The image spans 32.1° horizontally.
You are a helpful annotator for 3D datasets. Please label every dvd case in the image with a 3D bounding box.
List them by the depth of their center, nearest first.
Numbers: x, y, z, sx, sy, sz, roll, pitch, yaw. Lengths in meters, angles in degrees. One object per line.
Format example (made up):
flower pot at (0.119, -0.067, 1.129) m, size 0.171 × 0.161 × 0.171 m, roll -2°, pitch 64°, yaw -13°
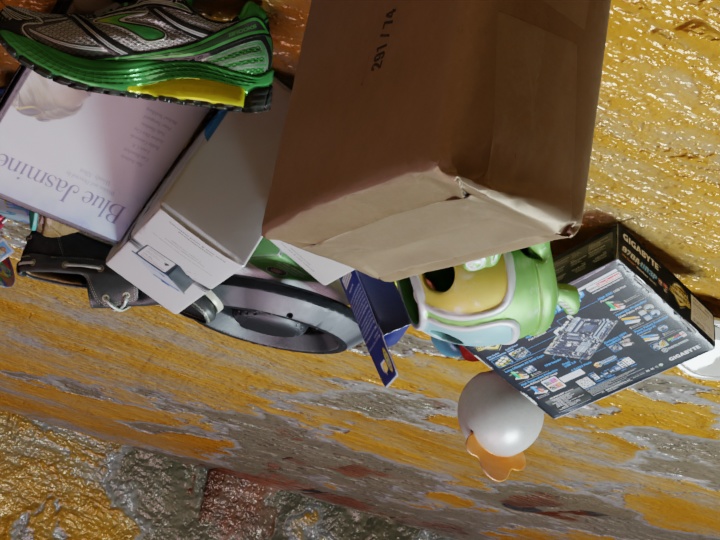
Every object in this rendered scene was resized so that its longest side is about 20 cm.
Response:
dvd case at (-0.202, -0.118, 0.963) m, size 0.142 × 0.018 × 0.200 m, roll 23°, pitch 121°, yaw -31°

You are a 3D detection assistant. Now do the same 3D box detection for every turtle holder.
turtle holder at (0.103, 0.003, 1.049) m, size 0.130 × 0.143 × 0.186 m, roll -16°, pitch -165°, yaw -8°

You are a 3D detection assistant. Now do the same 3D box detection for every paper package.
paper package at (0.043, -0.110, 0.721) m, size 0.103 × 0.203 × 0.190 m, roll 22°, pitch 159°, yaw -30°

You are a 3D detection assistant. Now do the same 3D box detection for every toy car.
toy car at (0.172, 0.136, 1.375) m, size 0.175 × 0.203 × 0.184 m, roll 22°, pitch 160°, yaw -29°

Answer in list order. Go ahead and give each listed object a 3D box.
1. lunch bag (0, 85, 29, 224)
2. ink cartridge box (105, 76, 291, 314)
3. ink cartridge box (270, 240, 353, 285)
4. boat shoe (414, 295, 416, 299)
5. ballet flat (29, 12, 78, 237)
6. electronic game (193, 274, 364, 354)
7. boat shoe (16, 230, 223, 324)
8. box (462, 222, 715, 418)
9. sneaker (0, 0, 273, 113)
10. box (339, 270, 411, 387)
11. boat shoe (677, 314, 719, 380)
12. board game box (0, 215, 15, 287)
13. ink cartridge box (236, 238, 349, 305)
lunch bag at (-0.268, -0.092, 1.165) m, size 0.159 × 0.084 × 0.200 m, roll 15°, pitch 162°, yaw -6°
ink cartridge box at (-0.123, -0.061, 1.037) m, size 0.085 × 0.147 × 0.200 m, roll 35°, pitch 157°, yaw -11°
ink cartridge box at (0.026, -0.078, 0.922) m, size 0.067 × 0.117 × 0.199 m, roll 40°, pitch 143°, yaw -17°
boat shoe at (0.073, 0.009, 1.282) m, size 0.068 × 0.073 × 0.200 m, roll -4°, pitch 171°, yaw -21°
ballet flat at (-0.228, -0.114, 1.014) m, size 0.071 × 0.068 × 0.202 m, roll -1°, pitch 124°, yaw -20°
electronic game at (-0.088, 0.041, 1.236) m, size 0.197 × 0.042 × 0.200 m, roll 11°, pitch 165°, yaw 3°
boat shoe at (-0.221, 0.012, 1.153) m, size 0.198 × 0.068 × 0.072 m, roll 21°, pitch 159°, yaw 9°
box at (0.215, 0.056, 1.205) m, size 0.158 × 0.046 × 0.199 m, roll 37°, pitch 132°, yaw -27°
sneaker at (-0.157, -0.164, 0.883) m, size 0.197 × 0.087 × 0.078 m, roll 6°, pitch -173°, yaw -9°
box at (0.000, 0.000, 1.095) m, size 0.032 × 0.202 × 0.121 m, roll -21°, pitch 172°, yaw -8°
boat shoe at (0.318, 0.062, 1.287) m, size 0.197 × 0.061 × 0.075 m, roll 8°, pitch 121°, yaw -5°
board game box at (-0.393, -0.076, 1.241) m, size 0.201 × 0.039 × 0.158 m, roll 55°, pitch 180°, yaw -21°
ink cartridge box at (-0.106, -0.023, 1.262) m, size 0.198 × 0.086 × 0.146 m, roll -1°, pitch 159°, yaw 36°
